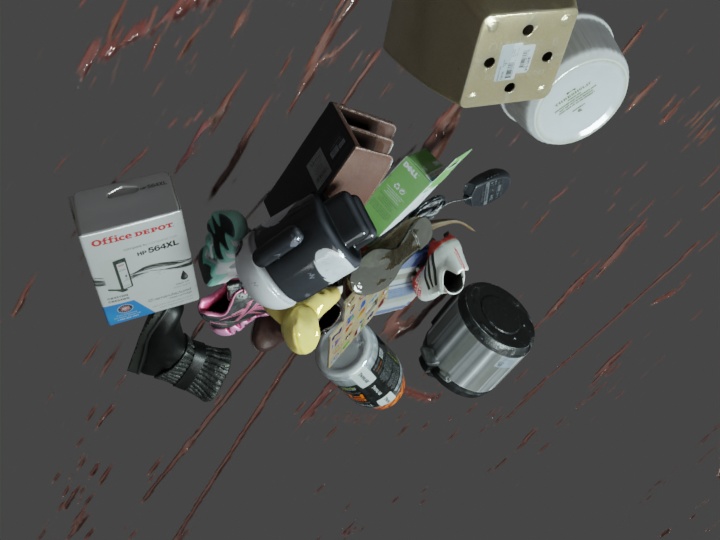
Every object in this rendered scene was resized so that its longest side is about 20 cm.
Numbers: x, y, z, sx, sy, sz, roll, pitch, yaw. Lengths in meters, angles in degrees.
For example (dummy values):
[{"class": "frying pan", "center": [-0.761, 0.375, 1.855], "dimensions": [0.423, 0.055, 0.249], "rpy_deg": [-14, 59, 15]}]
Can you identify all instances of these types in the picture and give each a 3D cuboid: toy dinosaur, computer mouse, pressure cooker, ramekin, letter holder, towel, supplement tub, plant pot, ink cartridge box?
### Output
[{"class": "toy dinosaur", "center": [0.101, -0.073, 1.553], "dimensions": [0.198, 0.061, 0.106], "rpy_deg": [-19, 169, -5]}, {"class": "computer mouse", "center": [0.163, -0.124, 1.514], "dimensions": [0.198, 0.034, 0.059], "rpy_deg": [-21, 142, -21]}, {"class": "pressure cooker", "center": [0.214, 0.144, 1.755], "dimensions": [0.175, 0.179, 0.201], "rpy_deg": [33, 127, -2]}, {"class": "ramekin", "center": [0.312, -0.281, 1.379], "dimensions": [0.200, 0.095, 0.203], "rpy_deg": [-16, 143, -13]}, {"class": "letter holder", "center": [-0.026, -0.128, 1.360], "dimensions": [0.141, 0.101, 0.200], "rpy_deg": [10, 131, -40]}, {"class": "towel", "center": [0.069, 0.017, 1.609], "dimensions": [0.146, 0.024, 0.200], "rpy_deg": [-12, 152, -37]}, {"class": "supplement tub", "center": [0.006, 0.184, 1.732], "dimensions": [0.122, 0.123, 0.200], "rpy_deg": [-31, 142, 8]}, {"class": "plant pot", "center": [0.166, -0.322, 1.175], "dimensions": [0.198, 0.178, 0.201], "rpy_deg": [-10, 141, -21]}, {"class": "ink cartridge box", "center": [0.074, -0.131, 1.410], "dimensions": [0.200, 0.059, 0.104], "rpy_deg": [-45, 175, 25]}, {"class": "ink cartridge box", "center": [-0.322, -0.029, 1.315], "dimensions": [0.144, 0.085, 0.201], "rpy_deg": [-16, 143, -13]}]

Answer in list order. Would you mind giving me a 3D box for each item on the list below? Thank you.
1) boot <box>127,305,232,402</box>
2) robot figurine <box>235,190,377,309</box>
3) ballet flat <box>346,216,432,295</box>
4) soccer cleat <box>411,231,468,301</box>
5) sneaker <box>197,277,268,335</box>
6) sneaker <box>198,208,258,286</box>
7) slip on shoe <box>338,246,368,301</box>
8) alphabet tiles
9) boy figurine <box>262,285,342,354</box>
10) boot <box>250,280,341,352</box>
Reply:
[{"class": "boot", "center": [-0.279, 0.122, 1.481], "dimensions": [0.156, 0.080, 0.212], "rpy_deg": [23, 138, -11]}, {"class": "robot figurine", "center": [-0.079, -0.031, 1.261], "dimensions": [0.199, 0.125, 0.150], "rpy_deg": [-31, 130, 14]}, {"class": "ballet flat", "center": [0.039, -0.025, 1.398], "dimensions": [0.200, 0.046, 0.068], "rpy_deg": [-41, 121, -38]}, {"class": "soccer cleat", "center": [0.137, 0.015, 1.544], "dimensions": [0.068, 0.086, 0.201], "rpy_deg": [-21, 155, -19]}, {"class": "sneaker", "center": [-0.175, 0.034, 1.471], "dimensions": [0.199, 0.080, 0.095], "rpy_deg": [-30, 149, 9]}, {"class": "sneaker", "center": [-0.162, -0.047, 1.382], "dimensions": [0.139, 0.079, 0.200], "rpy_deg": [-13, 167, -25]}, {"class": "slip on shoe", "center": [0.000, 0.000, 1.523], "dimensions": [0.060, 0.075, 0.201], "rpy_deg": [14, 151, 3]}, {"class": "alphabet tiles", "center": [0.000, 0.061, 1.489], "dimensions": [0.167, 0.008, 0.201], "rpy_deg": [-49, 164, -23]}, {"class": "boy figurine", "center": [-0.085, 0.046, 1.354], "dimensions": [0.123, 0.201, 0.065], "rpy_deg": [-10, 122, -2]}, {"class": "boot", "center": [-0.111, 0.087, 1.503], "dimensions": [0.072, 0.167, 0.200], "rpy_deg": [38, 103, -21]}]
